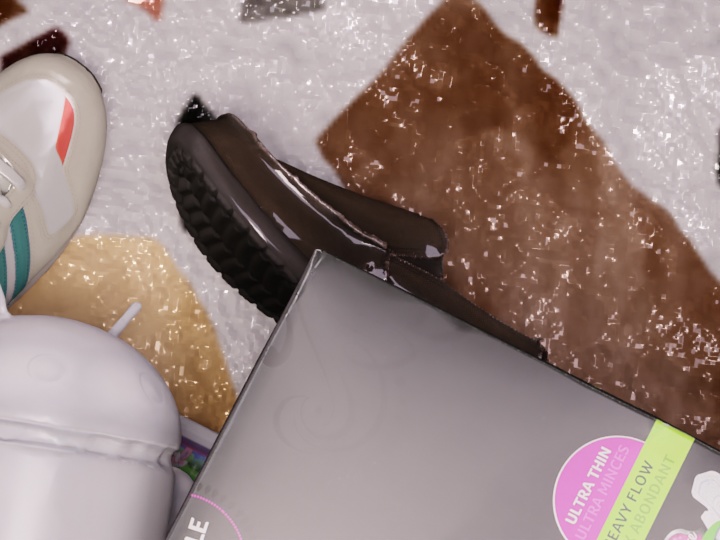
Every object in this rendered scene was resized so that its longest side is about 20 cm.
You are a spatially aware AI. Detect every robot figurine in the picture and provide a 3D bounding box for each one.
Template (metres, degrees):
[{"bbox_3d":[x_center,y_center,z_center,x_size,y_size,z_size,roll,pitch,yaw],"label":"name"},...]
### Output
[{"bbox_3d":[-0.135,0.104,1.137,0.170,0.113,0.200,16,80,-47],"label":"robot figurine"}]

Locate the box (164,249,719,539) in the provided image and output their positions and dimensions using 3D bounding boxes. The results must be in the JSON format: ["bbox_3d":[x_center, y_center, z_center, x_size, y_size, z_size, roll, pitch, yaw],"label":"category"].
[{"bbox_3d":[0.038,0.104,1.070,0.200,0.124,0.149,27,84,2],"label":"box"}]

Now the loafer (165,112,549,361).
[{"bbox_3d":[0.000,0.000,1.217,0.200,0.073,0.071,44,71,-8],"label":"loafer"}]

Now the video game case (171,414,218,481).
[{"bbox_3d":[-0.102,0.150,1.207,0.200,0.023,0.182,27,82,-4],"label":"video game case"}]

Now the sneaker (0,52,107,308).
[{"bbox_3d":[-0.169,-0.007,1.173,0.070,0.093,0.200,38,81,-4],"label":"sneaker"}]
